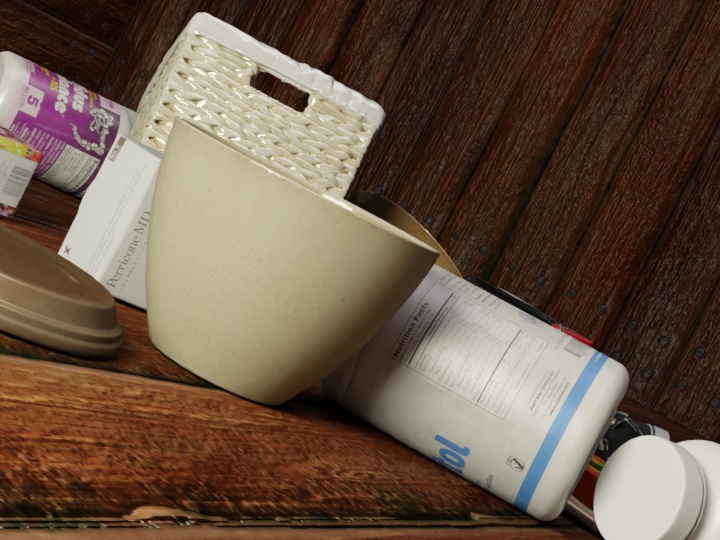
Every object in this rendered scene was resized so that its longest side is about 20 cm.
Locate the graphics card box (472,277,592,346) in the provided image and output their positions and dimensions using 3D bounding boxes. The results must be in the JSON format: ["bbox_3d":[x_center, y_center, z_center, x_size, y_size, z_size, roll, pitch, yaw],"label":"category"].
[{"bbox_3d":[0.154,0.094,1.492,0.051,0.126,0.200,23,5,-26],"label":"graphics card box"}]

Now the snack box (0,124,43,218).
[{"bbox_3d":[-0.379,-0.125,1.116,0.168,0.068,0.200,31,6,38],"label":"snack box"}]

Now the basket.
[{"bbox_3d":[-0.116,-0.092,1.288,0.198,0.161,0.200,26,-29,-13],"label":"basket"}]

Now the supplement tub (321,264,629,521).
[{"bbox_3d":[0.086,0.085,1.057,0.199,0.132,0.132,28,3,14],"label":"supplement tub"}]

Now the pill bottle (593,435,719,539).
[{"bbox_3d":[0.271,0.192,1.052,0.200,0.113,0.112,25,4,-33],"label":"pill bottle"}]

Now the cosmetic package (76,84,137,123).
[{"bbox_3d":[-0.348,-0.170,1.700,0.150,0.052,0.200,1,-10,28],"label":"cosmetic package"}]

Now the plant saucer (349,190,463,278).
[{"bbox_3d":[0.044,0.006,1.497,0.200,0.035,0.200,43,-20,19],"label":"plant saucer"}]

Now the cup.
[{"bbox_3d":[-0.067,0.005,0.958,0.200,0.144,0.200,28,3,-2],"label":"cup"}]

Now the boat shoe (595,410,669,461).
[{"bbox_3d":[0.281,0.187,1.562,0.068,0.072,0.200,29,1,-5],"label":"boat shoe"}]

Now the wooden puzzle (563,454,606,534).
[{"bbox_3d":[0.159,0.160,1.218,0.200,0.046,0.185,29,4,20],"label":"wooden puzzle"}]

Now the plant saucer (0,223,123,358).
[{"bbox_3d":[-0.228,-0.006,0.844,0.200,0.030,0.200,28,4,-2],"label":"plant saucer"}]

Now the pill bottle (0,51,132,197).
[{"bbox_3d":[-0.317,-0.146,1.524,0.200,0.113,0.112,25,4,-32],"label":"pill bottle"}]

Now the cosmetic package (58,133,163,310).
[{"bbox_3d":[-0.120,-0.014,1.104,0.200,0.113,0.081,23,5,-40],"label":"cosmetic package"}]
